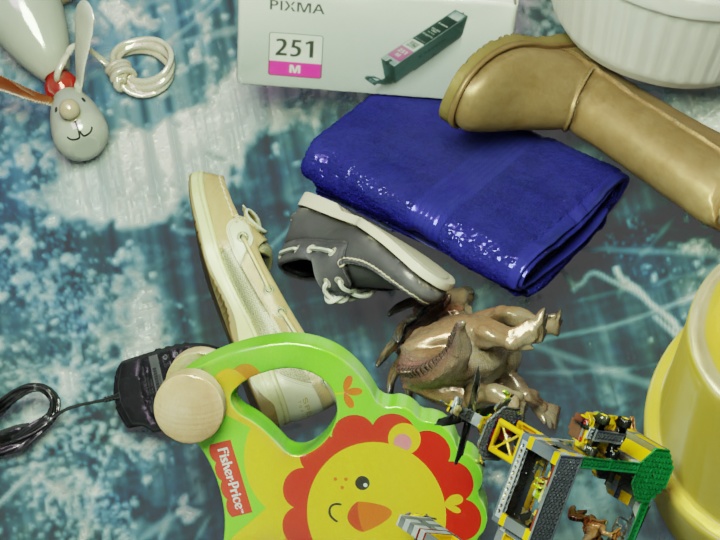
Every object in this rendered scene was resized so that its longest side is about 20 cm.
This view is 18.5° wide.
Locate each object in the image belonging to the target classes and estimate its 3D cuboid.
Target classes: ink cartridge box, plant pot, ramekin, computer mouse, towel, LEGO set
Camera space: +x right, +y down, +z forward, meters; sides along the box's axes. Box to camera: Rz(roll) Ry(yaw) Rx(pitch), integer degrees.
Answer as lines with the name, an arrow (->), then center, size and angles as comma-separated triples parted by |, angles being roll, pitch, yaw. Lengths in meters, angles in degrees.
ink cartridge box -> 0.013, -0.203, 1.553 | 0.198, 0.174, 0.044 | 4, 46, 0
plant pot -> 0.272, 0.078, 1.384 | 0.199, 0.189, 0.202 | -5, 60, 10
ramekin -> 0.225, -0.216, 1.578 | 0.200, 0.095, 0.203 | 5, 44, -5
computer mouse -> -0.180, 0.095, 1.563 | 0.198, 0.034, 0.059 | -14, 76, 10
towel -> 0.073, -0.061, 1.571 | 0.199, 0.050, 0.147 | 29, 46, 24
LEGO set -> 0.094, 0.160, 1.384 | 0.116, 0.153, 0.202 | 30, 111, 43

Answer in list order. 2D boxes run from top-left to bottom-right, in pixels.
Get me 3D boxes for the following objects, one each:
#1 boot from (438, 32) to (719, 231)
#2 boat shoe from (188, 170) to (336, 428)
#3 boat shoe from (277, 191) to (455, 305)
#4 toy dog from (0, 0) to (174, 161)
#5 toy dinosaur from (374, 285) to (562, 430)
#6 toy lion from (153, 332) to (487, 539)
boot -> 0.178, -0.092, 1.530 | 0.200, 0.067, 0.175 | 38, 39, 27
boat shoe -> -0.072, 0.015, 1.559 | 0.063, 0.073, 0.202 | -18, 62, -7
boat shoe -> 0.000, 0.000, 1.518 | 0.063, 0.072, 0.200 | -58, 29, -2
toy dog -> -0.247, -0.185, 1.688 | 0.200, 0.097, 0.132 | 38, 75, 27
toy dinosaur -> 0.059, 0.056, 1.465 | 0.134, 0.200, 0.087 | 9, 93, 18
toy lion -> -0.017, 0.133, 1.433 | 0.190, 0.069, 0.202 | -15, 102, 8
